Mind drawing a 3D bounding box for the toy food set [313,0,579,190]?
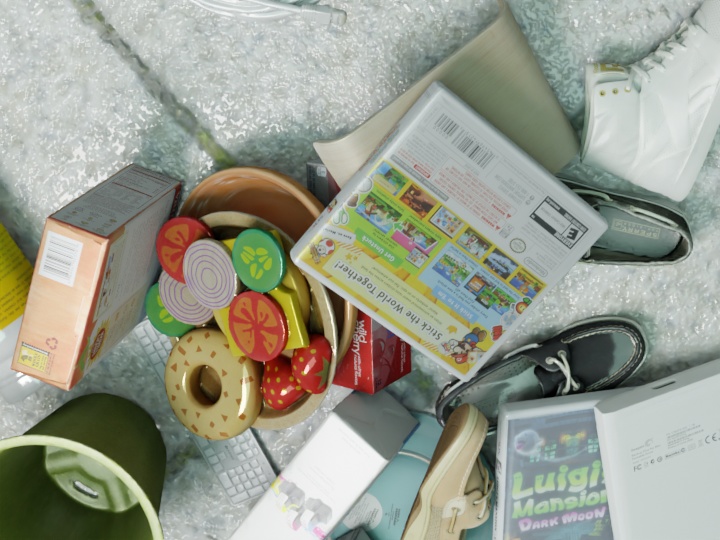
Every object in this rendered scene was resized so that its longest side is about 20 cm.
[{"bbox_3d":[0.075,-0.109,1.174,0.199,0.060,0.144,-38,119,-7],"label":"toy food set"}]

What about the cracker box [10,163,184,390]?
[{"bbox_3d":[-0.217,0.000,1.199,0.057,0.200,0.135,20,108,5],"label":"cracker box"}]

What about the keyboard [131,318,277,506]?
[{"bbox_3d":[-0.143,0.128,1.333,0.056,0.011,0.201,-25,103,12],"label":"keyboard"}]

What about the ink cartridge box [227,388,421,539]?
[{"bbox_3d":[-0.042,0.200,1.267,0.068,0.115,0.200,41,110,7],"label":"ink cartridge box"}]

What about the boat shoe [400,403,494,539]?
[{"bbox_3d":[0.087,0.188,1.242,0.064,0.072,0.201,22,141,5],"label":"boat shoe"}]

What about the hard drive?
[{"bbox_3d":[0.282,0.188,1.265,0.131,0.026,0.202,-18,115,-11],"label":"hard drive"}]

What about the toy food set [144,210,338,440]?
[{"bbox_3d":[-0.104,0.044,1.214,0.199,0.048,0.200,-11,99,39],"label":"toy food set"}]

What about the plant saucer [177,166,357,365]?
[{"bbox_3d":[-0.079,0.006,1.237,0.199,0.037,0.202,13,113,33],"label":"plant saucer"}]

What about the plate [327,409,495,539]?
[{"bbox_3d":[0.032,0.227,1.339,0.198,0.026,0.202,2,108,5],"label":"plate"}]

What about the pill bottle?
[{"bbox_3d":[-0.341,0.017,1.268,0.104,0.104,0.201,-31,102,14],"label":"pill bottle"}]

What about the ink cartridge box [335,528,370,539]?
[{"bbox_3d":[-0.033,0.362,1.360,0.199,0.044,0.174,-31,98,23],"label":"ink cartridge box"}]

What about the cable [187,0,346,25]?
[{"bbox_3d":[-0.087,-0.305,1.162,0.198,0.069,0.202,4,107,5],"label":"cable"}]

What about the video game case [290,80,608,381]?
[{"bbox_3d":[0.074,-0.026,1.153,0.199,0.023,0.182,35,104,-27],"label":"video game case"}]

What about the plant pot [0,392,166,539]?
[{"bbox_3d":[-0.250,0.200,1.272,0.198,0.190,0.202,2,108,5],"label":"plant pot"}]

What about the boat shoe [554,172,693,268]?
[{"bbox_3d":[0.185,-0.042,1.219,0.198,0.064,0.071,6,108,4],"label":"boat shoe"}]

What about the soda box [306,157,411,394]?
[{"bbox_3d":[0.000,0.000,1.239,0.069,0.063,0.202,11,112,33],"label":"soda box"}]

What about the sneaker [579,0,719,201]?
[{"bbox_3d":[0.245,-0.165,1.170,0.114,0.074,0.202,17,110,-3],"label":"sneaker"}]

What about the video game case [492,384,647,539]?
[{"bbox_3d":[0.213,0.193,1.270,0.198,0.023,0.184,-6,111,-15],"label":"video game case"}]

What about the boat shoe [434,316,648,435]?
[{"bbox_3d":[0.159,0.096,1.262,0.198,0.060,0.075,-18,88,11],"label":"boat shoe"}]
